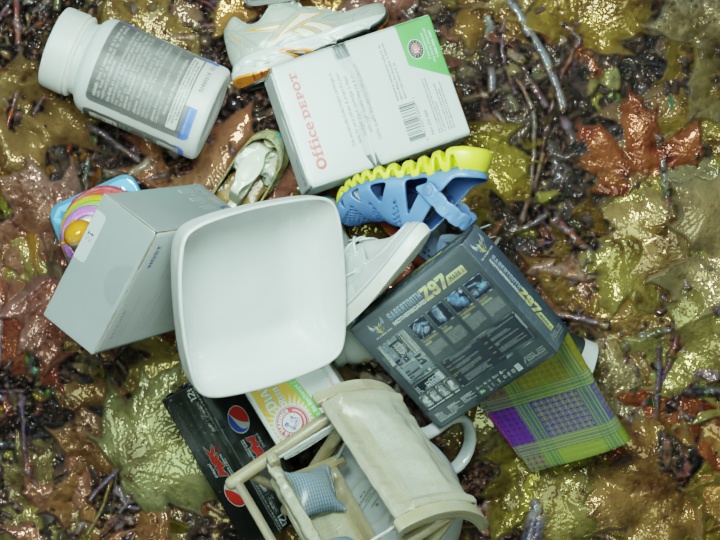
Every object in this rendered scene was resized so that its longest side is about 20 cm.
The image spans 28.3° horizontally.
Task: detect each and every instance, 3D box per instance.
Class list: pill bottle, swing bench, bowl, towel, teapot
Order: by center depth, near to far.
[{"bbox_3d":[-0.116,0.021,1.517,0.198,0.074,0.202,-15,112,-31],"label":"bowl"},{"bbox_3d":[-0.004,0.245,1.527,0.200,0.130,0.199,-45,51,8],"label":"swing bench"},{"bbox_3d":[-0.259,-0.217,1.633,0.198,0.114,0.115,24,92,-3],"label":"pill bottle"},{"bbox_3d":[0.210,0.145,1.642,0.142,0.023,0.201,-20,120,28],"label":"towel"},{"bbox_3d":[0.046,0.281,1.651,0.198,0.146,0.200,-22,58,23],"label":"teapot"}]

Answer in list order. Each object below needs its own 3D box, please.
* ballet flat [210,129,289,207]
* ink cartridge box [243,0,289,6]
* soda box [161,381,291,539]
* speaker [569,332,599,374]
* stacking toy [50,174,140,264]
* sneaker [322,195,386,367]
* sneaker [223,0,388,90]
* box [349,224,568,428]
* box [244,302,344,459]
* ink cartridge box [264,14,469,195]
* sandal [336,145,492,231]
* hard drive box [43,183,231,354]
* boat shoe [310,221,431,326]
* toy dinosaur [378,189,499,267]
[{"bbox_3d":[-0.149,-0.078,1.665,0.070,0.071,0.201,33,92,-2],"label":"ballet flat"},{"bbox_3d":[-0.078,-0.418,1.620,0.143,0.084,0.203,-8,79,-1],"label":"ink cartridge box"},{"bbox_3d":[-0.146,0.215,1.669,0.070,0.063,0.202,-27,94,40],"label":"soda box"},{"bbox_3d":[0.174,0.085,1.673,0.198,0.081,0.082,23,92,-2],"label":"speaker"},{"bbox_3d":[-0.297,-0.041,1.597,0.115,0.200,0.111,-24,93,0],"label":"stacking toy"},{"bbox_3d":[-0.013,0.009,1.671,0.080,0.077,0.203,-11,102,0],"label":"sneaker"},{"bbox_3d":[-0.067,-0.286,1.656,0.198,0.076,0.093,-20,81,-6],"label":"sneaker"},{"bbox_3d":[0.106,0.065,1.571,0.158,0.051,0.200,46,128,-6],"label":"box"},{"bbox_3d":[-0.095,0.102,1.652,0.101,0.112,0.201,-31,94,-1],"label":"box"},{"bbox_3d":[0.005,-0.186,1.632,0.198,0.084,0.148,-19,88,-11],"label":"ink cartridge box"},{"bbox_3d":[0.056,-0.074,1.574,0.198,0.079,0.088,-14,76,35],"label":"sandal"},{"bbox_3d":[-0.232,-0.006,1.561,0.076,0.200,0.157,35,107,15],"label":"hard drive box"},{"bbox_3d":[0.000,0.000,1.574,0.069,0.072,0.200,46,133,2],"label":"boat shoe"},{"bbox_3d":[0.092,-0.014,1.645,0.198,0.105,0.184,-20,69,31],"label":"toy dinosaur"}]
